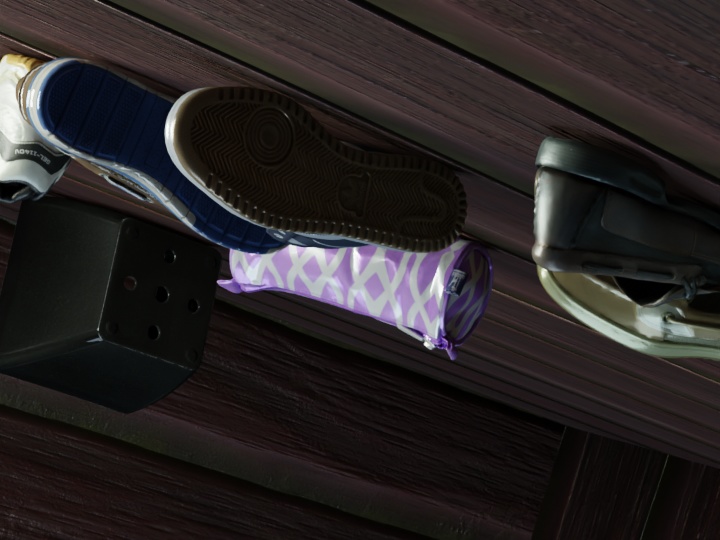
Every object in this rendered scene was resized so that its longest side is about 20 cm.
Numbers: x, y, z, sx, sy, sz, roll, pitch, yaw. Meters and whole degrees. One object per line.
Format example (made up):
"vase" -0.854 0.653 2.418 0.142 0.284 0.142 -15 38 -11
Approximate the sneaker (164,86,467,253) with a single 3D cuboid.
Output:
"sneaker" -0.046 -0.054 1.376 0.199 0.071 0.108 18 175 -37

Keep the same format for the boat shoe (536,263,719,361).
"boat shoe" 0.196 0.013 1.341 0.199 0.063 0.073 22 -140 -3

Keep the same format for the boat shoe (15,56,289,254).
"boat shoe" -0.120 -0.075 1.484 0.199 0.073 0.072 32 174 -30

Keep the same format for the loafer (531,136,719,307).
"loafer" 0.133 -0.012 1.208 0.071 0.063 0.200 15 175 32

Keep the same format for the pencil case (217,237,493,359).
"pencil case" 0.000 0.000 1.770 0.199 0.086 0.084 17 174 28

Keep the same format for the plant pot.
"plant pot" -0.263 0.033 2.660 0.199 0.202 0.177 21 164 -34

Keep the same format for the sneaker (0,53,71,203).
"sneaker" -0.225 -0.088 1.579 0.075 0.088 0.200 17 178 -12
